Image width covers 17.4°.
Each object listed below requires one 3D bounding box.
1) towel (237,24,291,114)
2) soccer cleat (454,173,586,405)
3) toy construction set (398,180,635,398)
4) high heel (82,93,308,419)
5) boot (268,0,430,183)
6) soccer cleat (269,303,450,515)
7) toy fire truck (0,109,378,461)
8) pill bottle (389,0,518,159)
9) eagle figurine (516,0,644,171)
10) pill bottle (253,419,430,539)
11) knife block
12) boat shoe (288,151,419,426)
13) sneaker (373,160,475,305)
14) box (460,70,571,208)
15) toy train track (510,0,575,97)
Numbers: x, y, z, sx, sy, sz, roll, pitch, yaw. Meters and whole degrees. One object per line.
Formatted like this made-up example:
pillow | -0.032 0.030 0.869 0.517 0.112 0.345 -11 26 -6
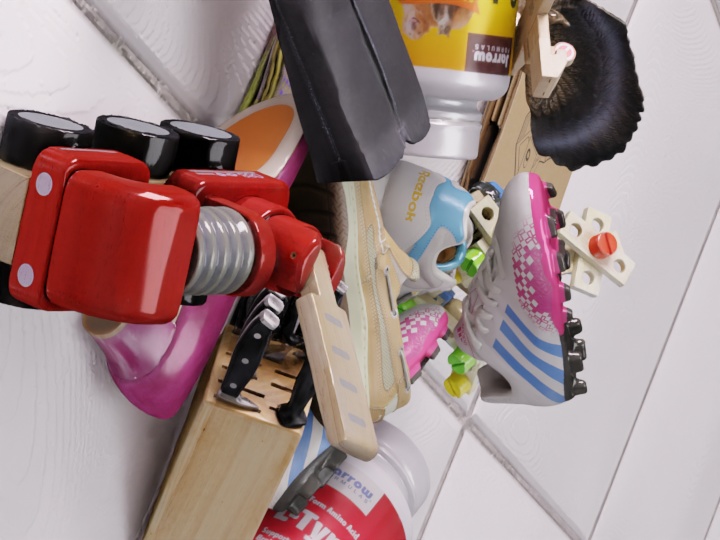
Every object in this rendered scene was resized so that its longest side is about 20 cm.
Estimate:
towel | -0.036 -0.076 1.503 0.144 0.023 0.200 -69 157 -10
soccer cleat | 0.101 0.021 1.587 0.070 0.086 0.201 -87 168 -47
toy construction set | 0.096 0.006 1.691 0.200 0.131 0.092 -33 -174 45
high heel | -0.080 -0.008 1.381 0.200 0.067 0.096 -57 144 -22
boot | 0.004 -0.171 1.370 0.165 0.065 0.201 -37 112 -38
soccer cleat | -0.019 0.072 1.556 0.200 0.086 0.070 -46 176 -34
toy fire truck | -0.079 0.007 1.202 0.176 0.199 0.129 0 107 -52
pill bottle | 0.045 -0.173 1.469 0.109 0.109 0.201 -7 104 -65
eagle figurine | 0.111 -0.165 1.611 0.200 0.150 0.153 30 61 -66
pill bottle | -0.035 0.189 1.583 0.200 0.112 0.113 -48 148 -43
knife block | -0.069 0.093 1.405 0.176 0.064 0.201 162 -52 -84
boat shoe | 0.000 0.000 1.478 0.076 0.072 0.201 -15 117 -26
sneaker | 0.029 -0.008 1.595 0.200 0.080 0.077 100 9 -70
box | 0.139 -0.113 1.868 0.200 0.021 0.164 -8 119 -66
toy train track | 0.119 -0.198 1.470 0.115 0.032 0.201 112 -21 -59
